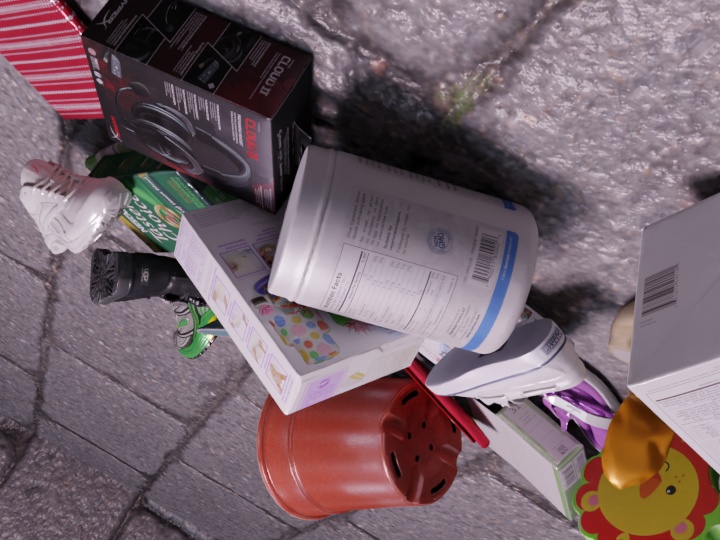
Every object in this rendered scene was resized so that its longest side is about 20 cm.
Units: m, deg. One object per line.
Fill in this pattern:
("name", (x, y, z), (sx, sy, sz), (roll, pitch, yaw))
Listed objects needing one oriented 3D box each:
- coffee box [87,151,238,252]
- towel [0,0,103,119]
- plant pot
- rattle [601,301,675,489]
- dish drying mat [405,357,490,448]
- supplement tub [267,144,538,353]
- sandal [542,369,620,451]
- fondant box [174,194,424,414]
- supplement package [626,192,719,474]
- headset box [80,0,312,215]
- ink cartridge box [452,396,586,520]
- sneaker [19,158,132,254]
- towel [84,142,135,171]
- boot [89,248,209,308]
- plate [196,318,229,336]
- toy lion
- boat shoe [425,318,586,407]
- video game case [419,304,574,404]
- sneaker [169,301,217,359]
("coffee box", (-0.192, -0.070, 1.070), (0.199, 0.044, 0.123), (2, 142, 48))
("towel", (-0.303, -0.221, 0.998), (0.144, 0.023, 0.200), (5, 147, 37))
("plant pot", (0.008, 0.214, 1.292), (0.194, 0.202, 0.201), (-9, 136, 43))
("rattle", (0.265, 0.088, 0.861), (0.130, 0.143, 0.200), (48, 160, 2))
("dish drying mat", (0.077, 0.128, 1.196), (0.200, 0.018, 0.077), (47, -176, -24))
("supplement tub", (0.034, -0.016, 0.856), (0.199, 0.133, 0.132), (16, 155, -7))
("sandal", (0.236, 0.153, 1.099), (0.203, 0.050, 0.082), (43, 150, -26))
("fondant box", (-0.056, 0.017, 0.923), (0.200, 0.144, 0.058), (50, 139, 29))
("supplement package", (0.305, 0.056, 0.699), (0.200, 0.152, 0.150), (41, 135, -23))
("headset box", (-0.128, -0.144, 0.899), (0.199, 0.077, 0.149), (26, 154, 10))
("ink cartridge box", (0.185, 0.193, 1.230), (0.200, 0.048, 0.146), (41, 166, 37))
("sneaker", (-0.308, -0.073, 1.067), (0.100, 0.078, 0.199), (50, 150, -19))
("towel", (-0.209, -0.095, 1.134), (0.149, 0.031, 0.199), (45, 153, -24))
("boot", (-0.206, 0.013, 1.214), (0.199, 0.066, 0.165), (3, -179, -27))
("plate", (-0.095, 0.068, 1.234), (0.199, 0.026, 0.200), (3, 173, 0))
("toy lion", (0.299, 0.191, 0.942), (0.199, 0.192, 0.069), (2, 144, 43))
("boat shoe", (0.134, 0.101, 0.987), (0.065, 0.074, 0.200), (47, 154, -11))
("video game case", (0.102, 0.054, 1.060), (0.182, 0.024, 0.200), (38, 154, 0))
("sneaker", (-0.211, 0.049, 1.354), (0.085, 0.078, 0.200), (37, 145, -3))
